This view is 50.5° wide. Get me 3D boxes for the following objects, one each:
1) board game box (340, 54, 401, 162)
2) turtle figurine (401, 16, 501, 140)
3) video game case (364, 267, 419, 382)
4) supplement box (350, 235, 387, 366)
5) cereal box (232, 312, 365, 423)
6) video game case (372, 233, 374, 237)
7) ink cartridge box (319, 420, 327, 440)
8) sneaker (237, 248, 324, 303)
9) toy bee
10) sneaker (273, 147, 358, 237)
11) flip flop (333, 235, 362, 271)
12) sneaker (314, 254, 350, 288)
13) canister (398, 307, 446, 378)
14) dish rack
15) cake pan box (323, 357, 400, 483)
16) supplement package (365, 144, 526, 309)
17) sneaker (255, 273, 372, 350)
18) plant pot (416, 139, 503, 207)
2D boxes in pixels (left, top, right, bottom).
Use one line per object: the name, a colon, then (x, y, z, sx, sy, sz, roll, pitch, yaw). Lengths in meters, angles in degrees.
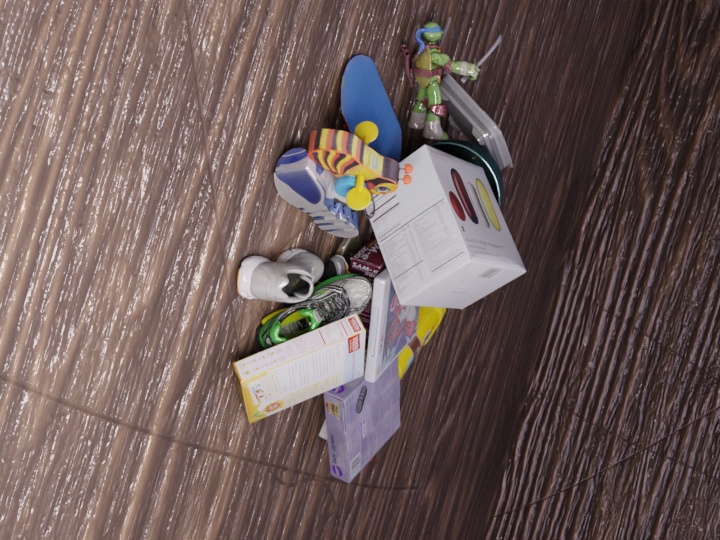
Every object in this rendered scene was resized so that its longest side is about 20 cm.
board game box: (0.005, -0.241, 1.238, 0.202, 0.038, 0.159, 63, 35, -31)
turtle figurine: (0.160, -0.348, 1.387, 0.199, 0.142, 0.198, -29, 134, -51)
video game case: (0.063, 0.066, 1.294, 0.200, 0.023, 0.186, -39, 139, -58)
supplement box: (0.026, 0.053, 1.309, 0.109, 0.060, 0.204, -43, 143, -53)
cereal box: (-0.087, 0.148, 1.143, 0.197, 0.040, 0.145, -21, 148, -16)
video game case: (0.085, -0.090, 1.525, 0.199, 0.023, 0.186, 28, 79, -64)
ink cartridge box: (-0.001, 0.308, 1.535, 0.118, 0.066, 0.200, -67, 154, -13)
sneaker: (-0.096, 0.017, 1.138, 0.199, 0.090, 0.077, -16, 119, -62)
toy bee: (0.016, -0.150, 1.096, 0.199, 0.107, 0.134, 1, 84, -62)
sneaker: (-0.055, -0.144, 1.159, 0.199, 0.079, 0.117, 44, 51, -54)
flip flop: (0.000, 0.000, 1.364, 0.082, 0.057, 0.202, -58, 151, -29)
sneaker: (-0.073, 0.067, 1.237, 0.078, 0.076, 0.204, -14, -124, 68)
canister: (0.083, 0.150, 1.554, 0.201, 0.086, 0.150, -51, 171, -39)
dish rack: (0.222, -0.290, 1.527, 0.043, 0.201, 0.172, -36, 152, 4)
cake pan box: (0.008, 0.260, 1.399, 0.184, 0.052, 0.204, -38, 134, -43)
supplement package: (0.135, -0.062, 1.233, 0.190, 0.146, 0.203, 7, 57, -52)
sneaker: (-0.060, 0.069, 1.159, 0.198, 0.085, 0.079, -31, 98, -22)
plant pot: (0.182, -0.156, 1.449, 0.161, 0.197, 0.205, -42, 142, -62)
